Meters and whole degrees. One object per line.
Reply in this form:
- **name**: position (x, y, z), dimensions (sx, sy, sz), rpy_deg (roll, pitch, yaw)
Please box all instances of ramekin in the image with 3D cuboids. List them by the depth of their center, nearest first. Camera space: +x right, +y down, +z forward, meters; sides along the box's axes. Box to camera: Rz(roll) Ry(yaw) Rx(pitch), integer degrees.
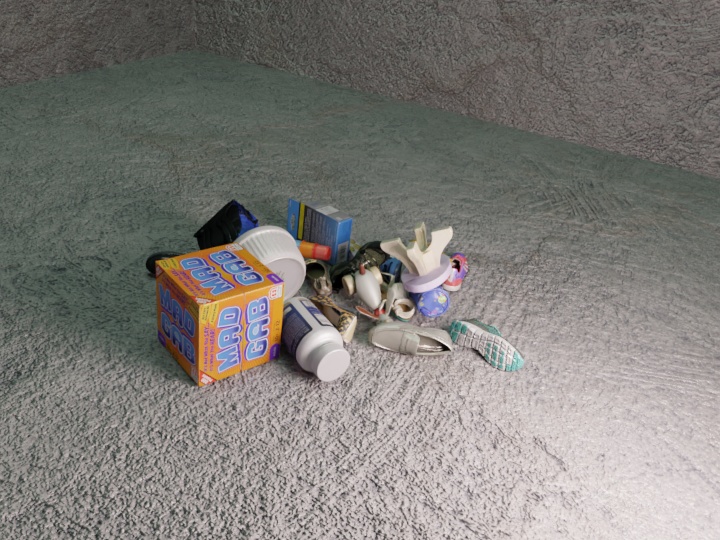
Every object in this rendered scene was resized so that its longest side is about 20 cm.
- **ramekin**: position (-0.229, 0.001, 1.582), dimensions (0.200, 0.201, 0.105), rpy_deg (-13, 46, -32)

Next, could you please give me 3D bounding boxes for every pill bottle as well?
- **pill bottle**: position (-0.108, 0.152, 1.421), dimensions (0.111, 0.111, 0.200), rpy_deg (-11, 35, -30)

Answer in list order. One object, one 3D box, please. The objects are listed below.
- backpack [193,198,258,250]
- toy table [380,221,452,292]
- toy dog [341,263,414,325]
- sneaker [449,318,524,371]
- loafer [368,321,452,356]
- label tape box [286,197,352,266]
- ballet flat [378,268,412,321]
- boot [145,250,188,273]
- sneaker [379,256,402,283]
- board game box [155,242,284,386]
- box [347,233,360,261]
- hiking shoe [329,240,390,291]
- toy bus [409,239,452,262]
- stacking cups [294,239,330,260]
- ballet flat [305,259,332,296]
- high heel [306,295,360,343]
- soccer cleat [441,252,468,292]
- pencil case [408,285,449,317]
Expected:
- **backpack**: position (-0.320, -0.066, 1.686), dimensions (0.168, 0.163, 0.200), rpy_deg (38, 11, -30)
- **toy table**: position (0.152, -0.038, 1.619), dimensions (0.183, 0.118, 0.200), rpy_deg (-16, 20, 7)
- **toy dog**: position (0.033, 0.058, 1.578), dimensions (0.200, 0.096, 0.132), rpy_deg (39, 67, 24)
- **sneaker**: position (0.315, 0.166, 1.547), dimensions (0.200, 0.078, 0.091), rpy_deg (33, 34, 34)
- **loafer**: position (0.118, 0.163, 1.503), dimensions (0.199, 0.070, 0.070), rpy_deg (3, 21, -10)
- **label tape box**: position (-0.121, -0.119, 1.861), dimensions (0.200, 0.145, 0.063), rpy_deg (29, 35, 32)
- **ballet flat**: position (0.077, 0.051, 1.681), dimensions (0.068, 0.073, 0.200), rpy_deg (9, 24, -36)
- **boot**: position (-0.455, 0.031, 1.606), dimensions (0.164, 0.066, 0.200), rpy_deg (-1, 35, -13)
- **sneaker**: position (0.072, -0.014, 1.803), dimensions (0.082, 0.074, 0.200), rpy_deg (7, 21, -7)
- **board game box**: position (-0.305, 0.087, 1.395), dimensions (0.199, 0.201, 0.200), rpy_deg (-17, 37, -37)
- **box**: position (-0.018, -0.051, 1.874), dimensions (0.041, 0.039, 0.200), rpy_deg (-3, 31, -17)
- **hiking shoe**: position (0.000, 0.000, 1.688), dimensions (0.076, 0.200, 0.101), rpy_deg (43, 30, -26)
- **toy bus**: position (0.192, -0.032, 1.814), dimensions (0.078, 0.065, 0.200), rpy_deg (16, 11, -14)
- **stacking cups**: position (-0.182, -0.060, 1.819), dimensions (0.199, 0.061, 0.061), rpy_deg (12, 29, 12)
- **ballet flat**: position (-0.118, 0.009, 1.714), dimensions (0.067, 0.047, 0.200), rpy_deg (-20, 27, -5)
- **high heel**: position (-0.080, 0.114, 1.527), dimensions (0.142, 0.072, 0.200), rpy_deg (17, 14, 3)
- **soccer cleat**: position (0.275, -0.014, 1.848), dimensions (0.068, 0.073, 0.200), rpy_deg (14, 30, 11)
- **pencil case**: position (0.167, 0.058, 1.650), dimensions (0.078, 0.087, 0.200), rpy_deg (47, 6, -16)
